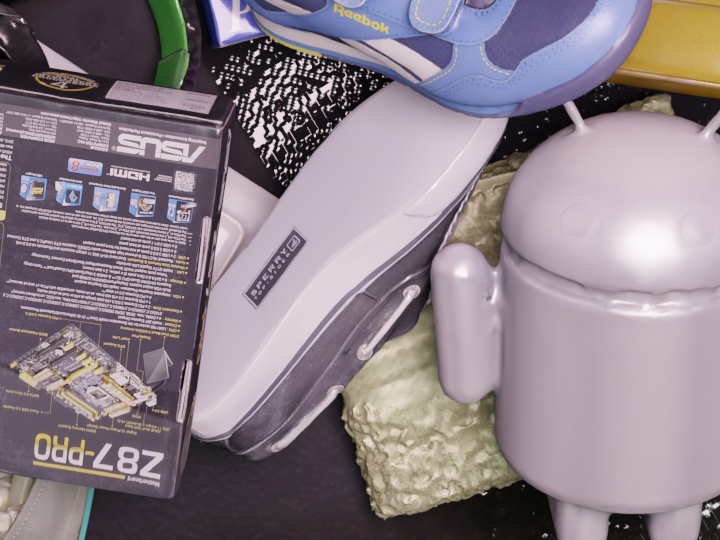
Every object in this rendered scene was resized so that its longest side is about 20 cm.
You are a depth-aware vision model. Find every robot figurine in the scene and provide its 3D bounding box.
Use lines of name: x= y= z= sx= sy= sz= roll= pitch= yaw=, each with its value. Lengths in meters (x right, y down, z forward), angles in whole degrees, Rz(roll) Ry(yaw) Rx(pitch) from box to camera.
robot figurine: x=0.112 y=0.020 z=0.916 sx=0.168 sy=0.113 sz=0.202 roll=-2 pitch=117 yaw=-6

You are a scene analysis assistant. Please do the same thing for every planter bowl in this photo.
planter bowl: x=0.149 y=-0.115 z=0.913 sx=0.199 sy=0.200 sz=0.084 roll=8 pitch=95 yaw=-9

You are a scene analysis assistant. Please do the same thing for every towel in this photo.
towel: x=0.076 y=0.019 z=1.001 sx=0.199 sy=0.036 sz=0.149 roll=-22 pitch=99 yaw=-7

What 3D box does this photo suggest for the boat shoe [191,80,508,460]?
boat shoe: x=0.000 y=0.000 z=0.934 sx=0.200 sy=0.072 sz=0.068 roll=-51 pitch=131 yaw=6

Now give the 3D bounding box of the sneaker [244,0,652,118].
sneaker: x=0.018 y=-0.116 z=0.853 sx=0.074 sy=0.199 sz=0.082 roll=-63 pitch=143 yaw=-17

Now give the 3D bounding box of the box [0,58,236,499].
box: x=-0.157 y=-0.003 z=0.871 sx=0.198 sy=0.049 sz=0.163 roll=8 pitch=107 yaw=0

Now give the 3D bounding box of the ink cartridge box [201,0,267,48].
ink cartridge box: x=0.020 y=-0.168 z=0.967 sx=0.198 sy=0.044 sz=0.095 roll=-15 pitch=98 yaw=-7

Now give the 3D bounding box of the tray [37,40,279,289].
tray: x=-0.135 y=-0.033 z=0.971 sx=0.199 sy=0.022 sz=0.108 roll=33 pitch=89 yaw=-11

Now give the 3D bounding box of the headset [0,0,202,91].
headset: x=-0.152 y=-0.114 z=0.907 sx=0.199 sy=0.094 sz=0.125 roll=19 pitch=70 yaw=-26

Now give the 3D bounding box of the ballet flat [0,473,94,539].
ballet flat: x=-0.132 y=0.048 z=0.936 sx=0.063 sy=0.067 sz=0.201 roll=8 pitch=111 yaw=-28
